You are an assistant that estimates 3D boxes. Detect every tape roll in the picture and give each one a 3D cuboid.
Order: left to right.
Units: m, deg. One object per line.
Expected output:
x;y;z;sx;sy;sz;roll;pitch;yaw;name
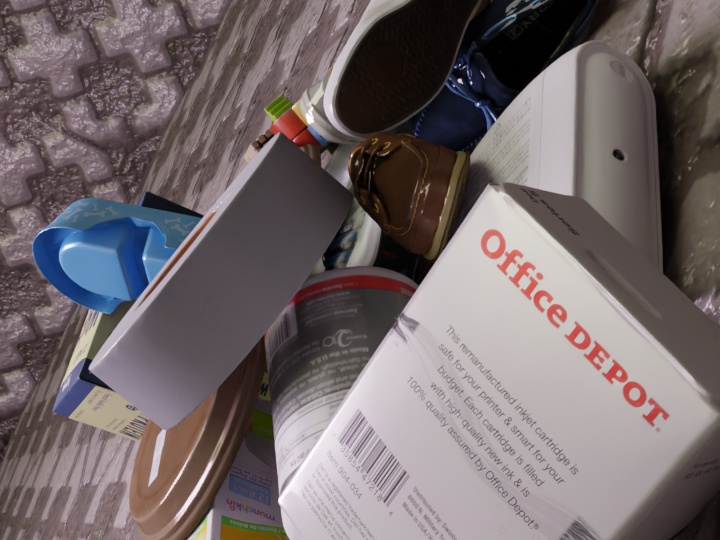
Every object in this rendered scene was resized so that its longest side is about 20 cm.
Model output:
-0.092;0.006;0.773;0.200;0.066;0.200;-48;11;12;tape roll

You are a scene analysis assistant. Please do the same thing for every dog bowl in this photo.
-0.187;-0.007;1.026;0.112;0.198;0.050;85;-160;-49;dog bowl

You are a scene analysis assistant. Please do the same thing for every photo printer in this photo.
0.107;-0.028;0.694;0.167;0.069;0.201;-50;23;46;photo printer

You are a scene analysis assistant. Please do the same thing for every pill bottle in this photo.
0.004;0.107;0.714;0.114;0.113;0.201;-51;36;39;pill bottle

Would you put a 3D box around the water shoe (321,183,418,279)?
0.000;0.000;0.942;0.079;0.071;0.201;16;81;55;water shoe

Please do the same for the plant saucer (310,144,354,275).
-0.002;-0.053;1.079;0.201;0.050;0.201;-55;20;31;plant saucer

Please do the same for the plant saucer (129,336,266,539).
-0.129;0.115;0.897;0.200;0.029;0.201;-51;24;34;plant saucer

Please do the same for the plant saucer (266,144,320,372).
-0.067;-0.010;0.998;0.200;0.029;0.202;-171;90;-80;plant saucer

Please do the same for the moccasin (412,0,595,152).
0.099;-0.155;0.865;0.200;0.080;0.068;-55;18;34;moccasin

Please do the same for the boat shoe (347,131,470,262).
0.025;-0.053;0.756;0.200;0.067;0.073;-114;40;-79;boat shoe

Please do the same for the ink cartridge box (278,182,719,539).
0.071;0.083;0.532;0.146;0.084;0.201;49;118;31;ink cartridge box

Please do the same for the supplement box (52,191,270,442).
-0.170;0.067;1.163;0.134;0.199;0.201;-38;33;59;supplement box

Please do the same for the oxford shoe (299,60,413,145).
0.028;-0.140;0.951;0.058;0.075;0.199;-47;-18;28;oxford shoe

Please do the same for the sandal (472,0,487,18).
0.074;-0.234;1.083;0.080;0.054;0.201;-19;50;67;sandal

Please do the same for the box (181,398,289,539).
-0.085;0.200;0.888;0.102;0.112;0.201;-55;20;26;box

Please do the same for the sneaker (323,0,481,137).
0.030;-0.171;0.863;0.201;0.073;0.084;-54;22;-21;sneaker

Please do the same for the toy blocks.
-0.039;-0.154;1.182;0.200;0.100;0.137;-41;4;-12;toy blocks
